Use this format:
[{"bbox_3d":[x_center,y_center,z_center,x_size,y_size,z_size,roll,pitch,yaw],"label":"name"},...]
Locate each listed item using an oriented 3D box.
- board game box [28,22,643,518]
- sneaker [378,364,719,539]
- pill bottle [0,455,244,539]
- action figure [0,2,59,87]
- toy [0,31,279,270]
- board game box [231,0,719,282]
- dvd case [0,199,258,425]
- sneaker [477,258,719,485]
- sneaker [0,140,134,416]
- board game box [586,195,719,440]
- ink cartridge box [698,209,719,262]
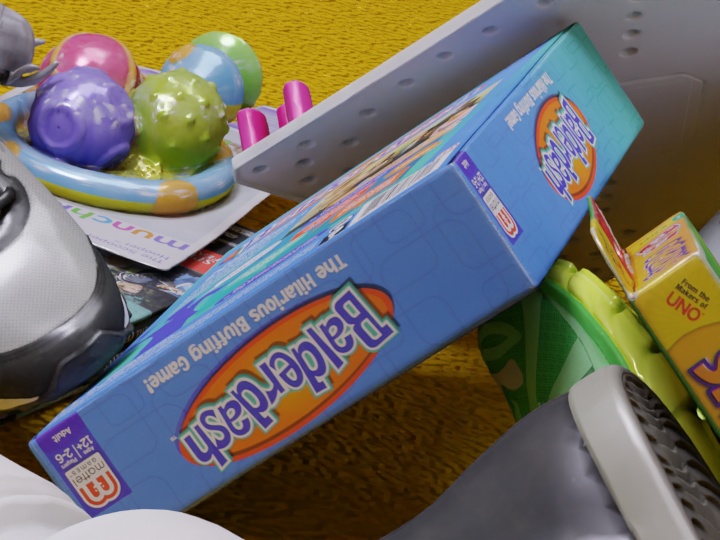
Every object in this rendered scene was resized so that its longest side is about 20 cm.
[{"bbox_3d":[0.000,0.000,0.874,0.045,0.152,0.200,55,21,-6],"label":"board game box"},{"bbox_3d":[0.065,0.131,0.684,0.075,0.106,0.200,34,26,-52],"label":"sneaker"},{"bbox_3d":[-0.035,0.112,0.570,0.200,0.115,0.114,27,23,33],"label":"pill bottle"},{"bbox_3d":[-0.204,-0.077,1.002,0.199,0.070,0.130,2,16,-8],"label":"action figure"},{"bbox_3d":[-0.084,-0.060,1.063,0.115,0.047,0.200,17,18,13],"label":"toy"},{"bbox_3d":[0.088,-0.063,1.016,0.200,0.200,0.026,15,56,-43],"label":"board game box"},{"bbox_3d":[-0.126,-0.004,0.979,0.146,0.022,0.200,22,19,20],"label":"dvd case"},{"bbox_3d":[0.065,0.067,0.794,0.074,0.083,0.200,56,4,-37],"label":"sneaker"},{"bbox_3d":[-0.145,-0.030,0.866,0.074,0.079,0.200,-38,60,-19],"label":"sneaker"},{"bbox_3d":[0.122,0.063,0.753,0.200,0.030,0.096,53,7,-4],"label":"board game box"},{"bbox_3d":[0.210,0.005,0.893,0.145,0.145,0.200,43,7,-9],"label":"ink cartridge box"}]
